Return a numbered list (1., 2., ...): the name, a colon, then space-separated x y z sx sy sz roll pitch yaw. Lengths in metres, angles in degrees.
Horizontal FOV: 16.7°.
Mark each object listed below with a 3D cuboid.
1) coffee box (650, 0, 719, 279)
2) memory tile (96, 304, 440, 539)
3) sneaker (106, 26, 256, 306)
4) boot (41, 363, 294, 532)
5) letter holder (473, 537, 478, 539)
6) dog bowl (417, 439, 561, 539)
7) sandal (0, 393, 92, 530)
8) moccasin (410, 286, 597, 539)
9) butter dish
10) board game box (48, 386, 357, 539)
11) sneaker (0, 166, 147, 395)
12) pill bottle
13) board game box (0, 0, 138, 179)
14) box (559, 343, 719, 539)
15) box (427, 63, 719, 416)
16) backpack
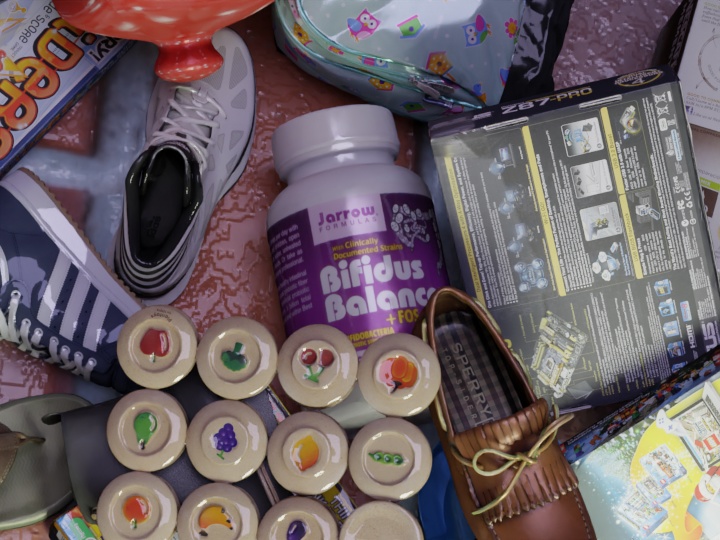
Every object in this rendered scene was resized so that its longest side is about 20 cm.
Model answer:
1. coffee box: 0.228 -0.082 1.650 0.079 0.114 0.201 19 72 -5
2. memory tile: -0.055 0.104 1.450 0.199 0.017 0.154 6 83 8
3. sneaker: -0.106 -0.080 1.579 0.075 0.115 0.202 18 72 -6
4. boot: -0.104 0.159 1.490 0.137 0.078 0.201 -16 74 -5
5. letter holder: 0.069 0.262 1.450 0.199 0.101 0.142 -32 56 -17
6. dog bowl: 0.096 0.197 1.580 0.111 0.050 0.201 -9 76 -14
7. sandal: -0.255 0.127 1.522 0.200 0.057 0.080 -13 77 -14
8. moccasin: 0.088 0.100 1.451 0.073 0.078 0.202 -15 64 -6
9. butter dish: -0.118 -0.194 1.554 0.198 0.200 0.149 -8 93 -23
10. board game box: -0.073 0.195 1.542 0.165 0.057 0.200 -33 83 -20
11. sneaker: -0.198 0.039 1.550 0.108 0.070 0.200 -35 77 -23
12. pill bottle: 0.000 0.000 1.581 0.112 0.112 0.201 -9 77 -14
13. board game box: -0.244 -0.149 1.613 0.135 0.034 0.200 41 71 1
14. box: 0.225 0.165 1.557 0.136 0.038 0.201 -32 107 8
15. box: 0.141 -0.013 1.540 0.160 0.049 0.201 -14 108 3
16. backpack: 0.039 -0.180 1.632 0.199 0.127 0.168 15 76 -4
